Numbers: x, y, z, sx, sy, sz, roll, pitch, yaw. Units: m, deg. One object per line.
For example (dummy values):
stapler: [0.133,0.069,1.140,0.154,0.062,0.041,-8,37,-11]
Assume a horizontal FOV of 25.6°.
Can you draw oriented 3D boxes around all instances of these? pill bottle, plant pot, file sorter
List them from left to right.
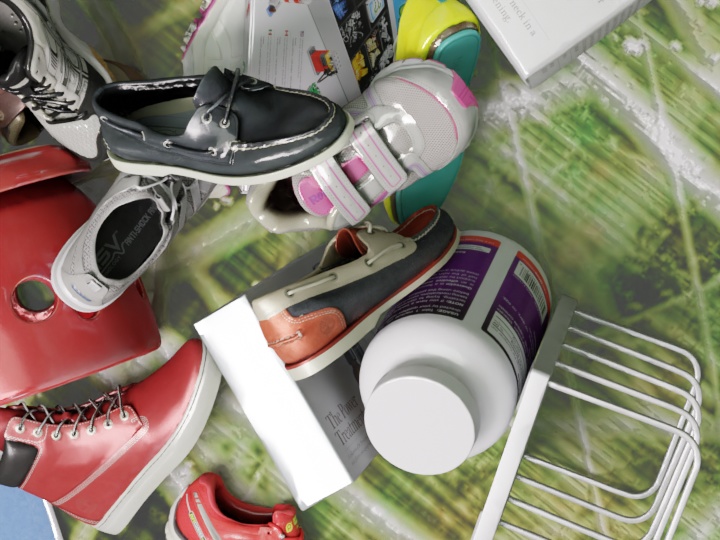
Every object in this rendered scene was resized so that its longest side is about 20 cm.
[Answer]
plant pot: [-0.276,0.009,1.233,0.200,0.200,0.183,-18,94,19]
pill bottle: [0.066,0.059,1.132,0.112,0.200,0.113,8,119,15]
file sorter: [0.168,0.125,1.127,0.124,0.200,0.139,20,107,7]

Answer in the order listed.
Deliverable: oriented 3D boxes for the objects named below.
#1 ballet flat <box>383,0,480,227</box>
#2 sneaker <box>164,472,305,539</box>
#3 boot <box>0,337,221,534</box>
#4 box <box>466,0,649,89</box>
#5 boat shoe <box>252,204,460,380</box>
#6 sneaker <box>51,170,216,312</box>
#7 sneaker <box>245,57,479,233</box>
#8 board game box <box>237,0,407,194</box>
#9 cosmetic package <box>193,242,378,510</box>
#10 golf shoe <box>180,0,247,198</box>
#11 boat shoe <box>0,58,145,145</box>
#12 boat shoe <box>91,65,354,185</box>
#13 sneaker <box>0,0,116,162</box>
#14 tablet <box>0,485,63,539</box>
ballet flat: [0.043,-0.120,1.143,0.067,0.067,0.200,50,149,30]
sneaker: [-0.066,0.235,1.286,0.199,0.077,0.085,31,103,8]
boot: [-0.212,0.115,1.274,0.144,0.073,0.200,29,113,-23]
box: [0.108,-0.240,1.052,0.130,0.200,0.199,-35,89,9]
boat shoe: [0.000,0.000,1.107,0.071,0.200,0.063,-24,102,47]
sneaker: [-0.143,-0.054,1.148,0.075,0.082,0.201,35,75,-20]
sneaker: [-0.002,-0.073,1.088,0.200,0.088,0.081,-29,107,41]
board game box: [-0.024,-0.156,1.180,0.126,0.035,0.201,1,103,-13]
cosmetic package: [-0.034,0.071,1.172,0.052,0.200,0.151,-32,92,19]
golf shoe: [-0.104,-0.147,1.224,0.091,0.075,0.201,25,109,-8]
boat shoe: [-0.272,-0.135,1.259,0.199,0.072,0.072,9,79,9]
boat shoe: [-0.100,-0.107,1.069,0.199,0.075,0.066,6,140,34]
sneaker: [-0.241,-0.147,1.150,0.075,0.088,0.200,-11,128,23]
tablet: [-0.321,0.232,1.393,0.130,0.014,0.201,-15,96,19]
